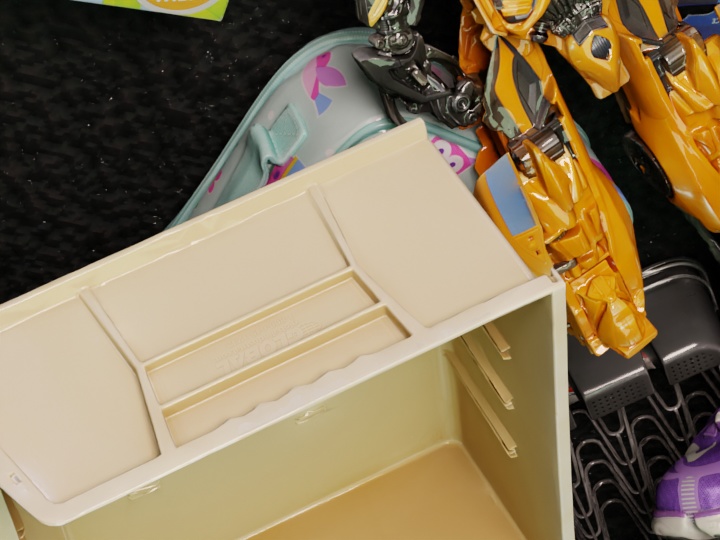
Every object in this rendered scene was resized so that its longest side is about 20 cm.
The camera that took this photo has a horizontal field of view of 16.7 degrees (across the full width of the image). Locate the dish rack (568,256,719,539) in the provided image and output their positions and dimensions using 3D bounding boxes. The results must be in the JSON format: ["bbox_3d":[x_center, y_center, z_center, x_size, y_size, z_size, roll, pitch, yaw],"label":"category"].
[{"bbox_3d":[0.112,0.099,1.116,0.152,0.055,0.201,-23,135,3],"label":"dish rack"}]

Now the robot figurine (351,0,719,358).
[{"bbox_3d":[0.081,-0.074,0.872,0.145,0.058,0.201,-35,122,-9],"label":"robot figurine"}]

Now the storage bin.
[{"bbox_3d":[-0.032,0.076,0.870,0.197,0.094,0.201,-25,143,-13],"label":"storage bin"}]

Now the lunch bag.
[{"bbox_3d":[0.000,0.000,0.973,0.160,0.077,0.200,21,121,-30],"label":"lunch bag"}]

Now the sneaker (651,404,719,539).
[{"bbox_3d":[0.177,0.043,1.030,0.080,0.200,0.084,-7,116,44],"label":"sneaker"}]

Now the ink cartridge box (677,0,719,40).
[{"bbox_3d":[0.141,-0.157,0.910,0.099,0.039,0.201,-6,132,-15],"label":"ink cartridge box"}]

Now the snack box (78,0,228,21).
[{"bbox_3d":[-0.098,-0.187,0.783,0.167,0.068,0.201,5,130,-23],"label":"snack box"}]

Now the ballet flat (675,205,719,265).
[{"bbox_3d":[0.169,0.014,0.963,0.056,0.201,0.067,-10,144,-29],"label":"ballet flat"}]
